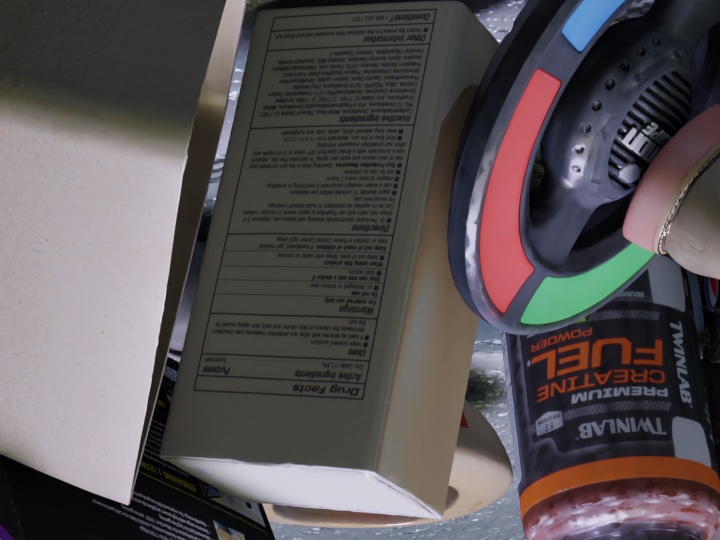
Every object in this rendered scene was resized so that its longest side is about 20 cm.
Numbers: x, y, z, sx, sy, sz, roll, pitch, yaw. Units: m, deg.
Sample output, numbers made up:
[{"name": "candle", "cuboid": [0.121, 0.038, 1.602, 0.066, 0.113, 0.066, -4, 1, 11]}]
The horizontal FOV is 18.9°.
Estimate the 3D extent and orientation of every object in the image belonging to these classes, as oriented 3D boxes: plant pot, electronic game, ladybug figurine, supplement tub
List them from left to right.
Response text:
[{"name": "plant pot", "cuboid": [-0.136, -0.070, 0.751, 0.176, 0.201, 0.201, 13, 140, -3]}, {"name": "ladybug figurine", "cuboid": [-0.005, 0.107, 1.306, 0.199, 0.072, 0.136, 5, 154, -21]}, {"name": "supplement tub", "cuboid": [0.131, 0.084, 1.131, 0.106, 0.201, 0.107, -5, 155, -2]}, {"name": "electronic game", "cuboid": [0.106, -0.063, 0.872, 0.200, 0.042, 0.201, -36, 145, -30]}]

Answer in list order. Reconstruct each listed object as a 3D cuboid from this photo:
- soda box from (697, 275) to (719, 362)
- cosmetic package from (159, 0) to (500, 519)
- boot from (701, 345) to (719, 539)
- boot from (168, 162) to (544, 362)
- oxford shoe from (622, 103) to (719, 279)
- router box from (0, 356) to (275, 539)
[{"name": "soda box", "cuboid": [0.281, 0.004, 1.138, 0.198, 0.071, 0.063, -2, 154, -6]}, {"name": "cosmetic package", "cuboid": [-0.005, -0.005, 0.893, 0.105, 0.201, 0.071, 3, 161, 30]}, {"name": "boot", "cuboid": [0.166, 0.126, 1.233, 0.186, 0.200, 0.064, -26, 116, 23]}, {"name": "boot", "cuboid": [-0.001, -0.002, 1.076, 0.199, 0.073, 0.181, -13, 168, 33]}, {"name": "oxford shoe", "cuboid": [0.190, -0.045, 0.911, 0.200, 0.074, 0.071, -36, 151, -38]}, {"name": "router box", "cuboid": [-0.108, 0.085, 0.870, 0.051, 0.150, 0.200, -35, 145, 16]}]
